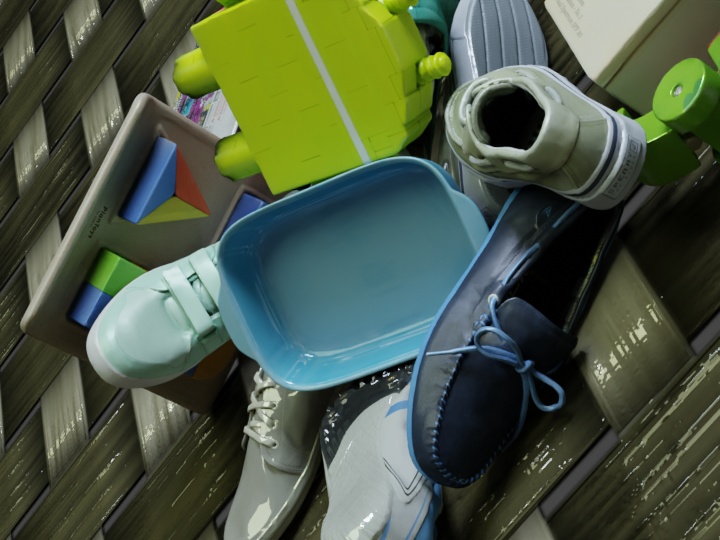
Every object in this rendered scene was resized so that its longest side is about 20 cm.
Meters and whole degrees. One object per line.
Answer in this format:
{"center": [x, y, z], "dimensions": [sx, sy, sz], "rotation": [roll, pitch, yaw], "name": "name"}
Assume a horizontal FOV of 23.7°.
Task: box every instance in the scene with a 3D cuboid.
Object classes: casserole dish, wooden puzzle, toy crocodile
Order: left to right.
{"center": [-0.126, -0.004, 1.233], "dimensions": [0.046, 0.199, 0.186], "rotation": [23, 85, 44], "name": "wooden puzzle"}
{"center": [0.000, 0.000, 1.066], "dimensions": [0.199, 0.122, 0.039], "rotation": [-21, 6, 29], "name": "casserole dish"}
{"center": [0.213, -0.116, 0.905], "dimensions": [0.200, 0.067, 0.062], "rotation": [-46, 32, 26], "name": "toy crocodile"}

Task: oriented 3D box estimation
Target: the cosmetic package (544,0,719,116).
{"center": [0.205, -0.190, 0.978], "dimensions": [0.200, 0.073, 0.104], "rotation": [-51, 31, 20], "name": "cosmetic package"}

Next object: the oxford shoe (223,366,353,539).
{"center": [-0.053, 0.099, 1.158], "dimensions": [0.075, 0.057, 0.201], "rotation": [14, 78, 59], "name": "oxford shoe"}

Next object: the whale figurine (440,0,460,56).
{"center": [0.015, -0.205, 1.206], "dimensions": [0.199, 0.160, 0.104], "rotation": [-33, 20, 13], "name": "whale figurine"}

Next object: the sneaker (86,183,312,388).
{"center": [-0.091, 0.002, 1.151], "dimensions": [0.200, 0.074, 0.118], "rotation": [-31, -9, -33], "name": "sneaker"}

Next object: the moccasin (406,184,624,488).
{"center": [0.087, 0.028, 0.972], "dimensions": [0.068, 0.080, 0.202], "rotation": [7, 72, 55], "name": "moccasin"}

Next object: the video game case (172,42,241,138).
{"center": [-0.115, -0.128, 1.414], "dimensions": [0.181, 0.036, 0.202], "rotation": [-10, 59, 62], "name": "video game case"}

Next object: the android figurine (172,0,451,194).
{"center": [-0.030, -0.122, 1.075], "dimensions": [0.199, 0.183, 0.041], "rotation": [-18, 14, 42], "name": "android figurine"}

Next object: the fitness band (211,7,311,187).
{"center": [-0.063, -0.125, 1.233], "dimensions": [0.037, 0.144, 0.200], "rotation": [-37, 10, 1], "name": "fitness band"}

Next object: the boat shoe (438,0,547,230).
{"center": [0.077, -0.104, 1.113], "dimensions": [0.062, 0.072, 0.202], "rotation": [-36, 39, 45], "name": "boat shoe"}

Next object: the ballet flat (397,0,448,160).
{"center": [0.020, -0.098, 1.120], "dimensions": [0.071, 0.067, 0.201], "rotation": [-103, 14, -50], "name": "ballet flat"}

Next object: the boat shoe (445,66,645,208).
{"center": [0.089, -0.084, 0.951], "dimensions": [0.072, 0.062, 0.200], "rotation": [-63, 23, 1], "name": "boat shoe"}

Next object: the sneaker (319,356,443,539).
{"center": [0.017, 0.121, 1.023], "dimensions": [0.072, 0.073, 0.201], "rotation": [-28, 26, 21], "name": "sneaker"}
